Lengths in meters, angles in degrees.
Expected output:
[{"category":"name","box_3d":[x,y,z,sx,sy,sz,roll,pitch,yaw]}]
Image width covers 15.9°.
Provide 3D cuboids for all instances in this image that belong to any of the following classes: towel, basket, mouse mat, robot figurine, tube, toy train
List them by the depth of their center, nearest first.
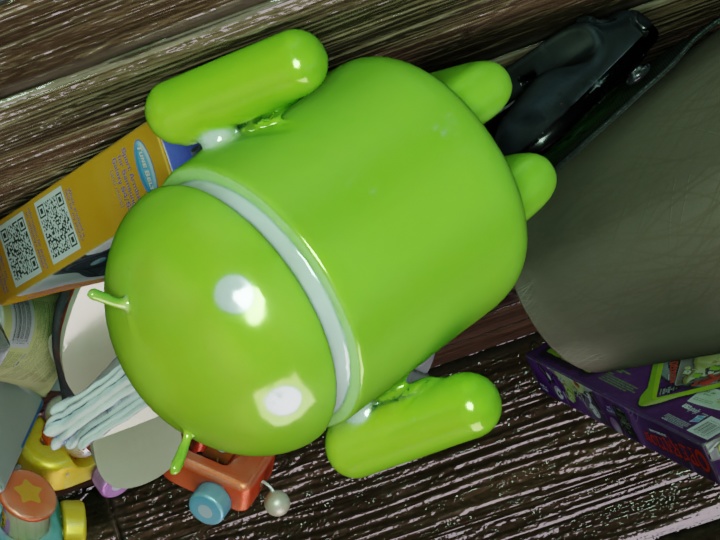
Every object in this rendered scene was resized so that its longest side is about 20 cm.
[{"category":"robot figurine","box_3d":[-0.016,-0.006,1.001,0.200,0.176,0.115,-35,-163,-31]},{"category":"towel","box_3d":[-0.050,0.002,1.163,0.147,0.024,0.200,-33,-171,41]},{"category":"mouse mat","box_3d":[0.074,-0.044,1.189,0.200,0.008,0.161,-42,-174,-38]},{"category":"basket","box_3d":[0.178,-0.032,1.229,0.199,0.181,0.136,-24,-177,37]},{"category":"tube","box_3d":[-0.179,0.031,1.342,0.058,0.052,0.200,-22,173,10]},{"category":"toy train","box_3d":[-0.132,0.122,1.414,0.200,0.150,0.056,-48,159,-45]}]

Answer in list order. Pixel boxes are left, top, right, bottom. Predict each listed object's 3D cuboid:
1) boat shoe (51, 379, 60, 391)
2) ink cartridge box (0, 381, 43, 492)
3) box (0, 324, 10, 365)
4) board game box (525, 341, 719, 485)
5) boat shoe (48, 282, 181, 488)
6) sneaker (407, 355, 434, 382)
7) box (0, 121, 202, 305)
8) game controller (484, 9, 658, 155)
[{"category":"boat shoe","box_3d":[-0.096,0.021,1.429,0.198,0.069,0.073,-15,177,34]},{"category":"ink cartridge box","box_3d":[-0.284,0.100,1.401,0.199,0.068,0.116,-20,-162,13]},{"category":"box","box_3d":[-0.277,0.079,1.181,0.199,0.048,0.159,-9,146,-38]},{"category":"board game box","box_3d":[0.176,0.045,1.287,0.120,0.032,0.200,-33,-160,-12]},{"category":"boat shoe","box_3d":[-0.127,0.035,1.327,0.071,0.063,0.201,-17,145,-13]},{"category":"sneaker","box_3d":[0.000,0.000,1.308,0.075,0.116,0.200,22,177,20]},{"category":"box","box_3d":[-0.072,-0.037,1.128,0.118,0.042,0.200,-14,175,-35]},{"category":"game controller","box_3d":[0.064,-0.060,1.198,0.105,0.042,0.200,-54,-171,-25]}]
